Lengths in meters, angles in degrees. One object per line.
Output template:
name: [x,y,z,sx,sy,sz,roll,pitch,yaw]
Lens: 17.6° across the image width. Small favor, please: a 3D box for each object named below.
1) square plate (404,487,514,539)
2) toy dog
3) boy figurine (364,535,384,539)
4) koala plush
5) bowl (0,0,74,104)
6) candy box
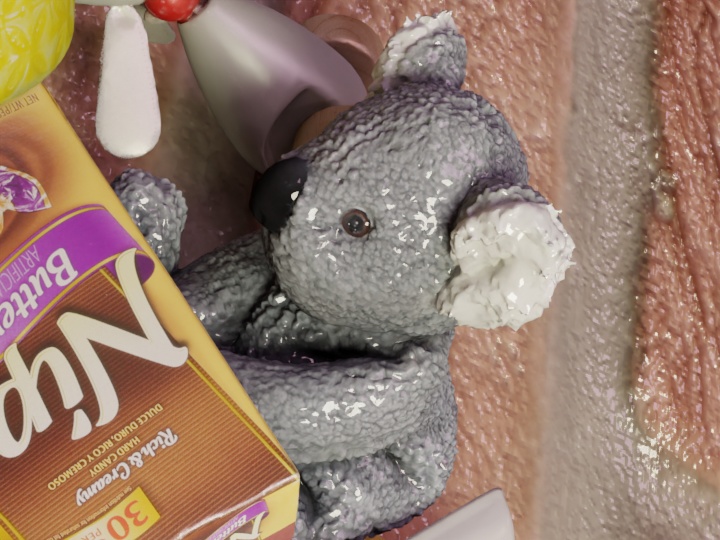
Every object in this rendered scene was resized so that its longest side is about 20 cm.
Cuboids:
square plate: [0.012,0.211,0.955,0.200,0.028,0.199,-23,118,-51]
toy dog: [-0.074,-0.088,1.058,0.200,0.096,0.132,40,30,-5]
boy figurine: [-0.013,0.149,1.012,0.200,0.064,0.125,12,46,-36]
koala plush: [0.000,0.000,0.967,0.184,0.200,0.178,19,31,-33]
bowl: [-0.202,-0.150,0.890,0.200,0.108,0.200,9,33,-6]
candy box: [-0.121,0.036,0.861,0.117,0.057,0.200,-27,65,-19]
